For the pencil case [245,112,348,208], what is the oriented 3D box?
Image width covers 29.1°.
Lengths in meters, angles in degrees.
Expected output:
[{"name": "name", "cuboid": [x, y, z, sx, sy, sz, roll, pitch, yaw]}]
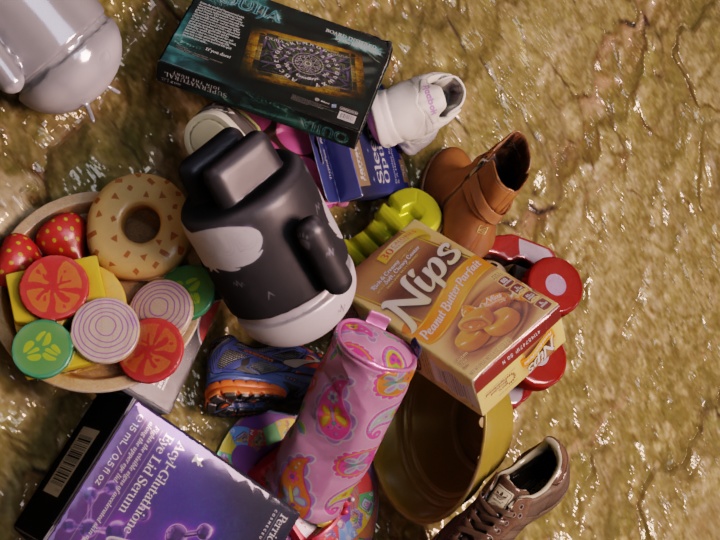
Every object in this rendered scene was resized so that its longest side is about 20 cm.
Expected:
[{"name": "pencil case", "cuboid": [-0.074, -0.151, 1.405, 0.093, 0.091, 0.202, -11, 87, -5]}]

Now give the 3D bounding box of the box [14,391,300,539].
[{"name": "box", "cuboid": [-0.180, 0.223, 1.238, 0.200, 0.104, 0.149, 37, 73, -22]}]

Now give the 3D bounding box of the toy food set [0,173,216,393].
[{"name": "toy food set", "cuboid": [-0.231, 0.016, 1.240, 0.198, 0.049, 0.199, -13, 70, -12]}]

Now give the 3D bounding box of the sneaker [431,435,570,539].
[{"name": "sneaker", "cuboid": [0.121, 0.228, 1.306, 0.200, 0.070, 0.076, -41, 146, -27]}]

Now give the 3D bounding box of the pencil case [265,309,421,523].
[{"name": "pencil case", "cuboid": [-0.018, 0.137, 1.287, 0.087, 0.088, 0.201, 5, 122, -33]}]

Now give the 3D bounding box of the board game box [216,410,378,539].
[{"name": "board game box", "cuboid": [-0.053, 0.221, 1.375, 0.199, 0.039, 0.159, 14, 74, -32]}]

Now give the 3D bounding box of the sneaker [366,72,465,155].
[{"name": "sneaker", "cuboid": [0.071, -0.165, 1.448, 0.200, 0.099, 0.075, -33, 105, -74]}]

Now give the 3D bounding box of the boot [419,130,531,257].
[{"name": "boot", "cuboid": [0.121, -0.098, 1.460, 0.076, 0.156, 0.201, 23, 43, -9]}]

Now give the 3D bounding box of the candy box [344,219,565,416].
[{"name": "candy box", "cuboid": [0.082, 0.040, 1.316, 0.115, 0.200, 0.056, -38, 137, -21]}]

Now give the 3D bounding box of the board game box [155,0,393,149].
[{"name": "board game box", "cuboid": [-0.078, -0.200, 1.325, 0.199, 0.028, 0.136, 20, 50, 1]}]

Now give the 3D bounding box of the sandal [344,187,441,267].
[{"name": "sandal", "cuboid": [0.000, 0.000, 1.433, 0.199, 0.087, 0.080, -30, 65, -18]}]

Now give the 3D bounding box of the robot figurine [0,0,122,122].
[{"name": "robot figurine", "cuboid": [-0.294, -0.224, 1.250, 0.200, 0.113, 0.170, 50, 40, -16]}]

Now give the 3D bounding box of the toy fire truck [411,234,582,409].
[{"name": "toy fire truck", "cuboid": [0.137, 0.049, 1.507, 0.167, 0.112, 0.201, 20, 69, -10]}]

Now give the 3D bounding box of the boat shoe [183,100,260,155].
[{"name": "boat shoe", "cuboid": [-0.089, -0.073, 1.322, 0.202, 0.071, 0.061, 56, 23, -15]}]

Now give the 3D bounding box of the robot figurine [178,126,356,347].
[{"name": "robot figurine", "cuboid": [-0.080, -0.028, 1.232, 0.151, 0.124, 0.201, -96, 162, -61]}]

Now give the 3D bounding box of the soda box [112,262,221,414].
[{"name": "soda box", "cuboid": [-0.179, 0.035, 1.312, 0.071, 0.063, 0.201, 33, 65, -25]}]

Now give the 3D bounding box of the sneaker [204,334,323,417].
[{"name": "sneaker", "cuboid": [-0.065, 0.097, 1.373, 0.199, 0.075, 0.079, 5, 62, -38]}]

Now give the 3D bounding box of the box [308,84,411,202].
[{"name": "box", "cuboid": [-0.003, -0.132, 1.418, 0.200, 0.032, 0.122, -15, 90, -69]}]

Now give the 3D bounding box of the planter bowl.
[{"name": "planter bowl", "cuboid": [0.095, 0.152, 1.392, 0.083, 0.200, 0.202, 6, 78, -32]}]
